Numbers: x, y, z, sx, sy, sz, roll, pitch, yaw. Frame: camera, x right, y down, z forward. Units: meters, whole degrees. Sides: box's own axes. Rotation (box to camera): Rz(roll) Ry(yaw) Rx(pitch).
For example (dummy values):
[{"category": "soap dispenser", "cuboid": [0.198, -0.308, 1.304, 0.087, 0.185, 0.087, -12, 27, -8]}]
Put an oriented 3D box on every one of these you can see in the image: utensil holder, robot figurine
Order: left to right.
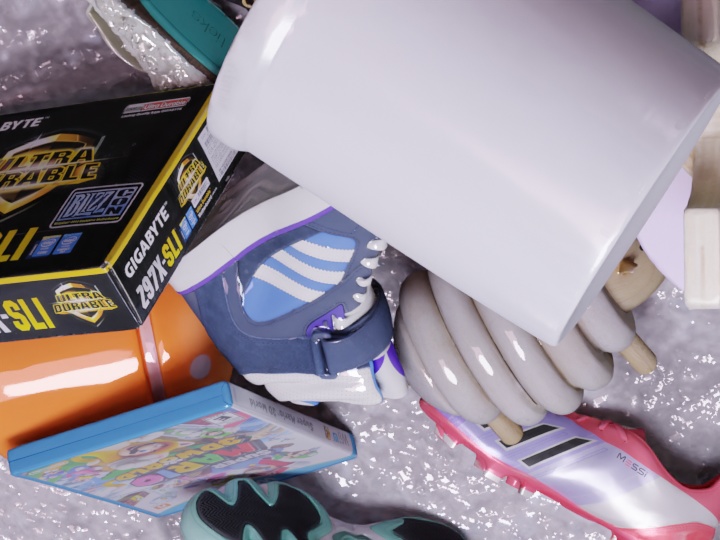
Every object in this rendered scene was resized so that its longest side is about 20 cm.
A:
[{"category": "robot figurine", "cuboid": [-0.160, 0.044, 1.572, 0.199, 0.117, 0.145, -11, 102, -3]}, {"category": "utensil holder", "cuboid": [0.054, -0.082, 1.286, 0.199, 0.170, 0.170, 34, 120, 6]}]

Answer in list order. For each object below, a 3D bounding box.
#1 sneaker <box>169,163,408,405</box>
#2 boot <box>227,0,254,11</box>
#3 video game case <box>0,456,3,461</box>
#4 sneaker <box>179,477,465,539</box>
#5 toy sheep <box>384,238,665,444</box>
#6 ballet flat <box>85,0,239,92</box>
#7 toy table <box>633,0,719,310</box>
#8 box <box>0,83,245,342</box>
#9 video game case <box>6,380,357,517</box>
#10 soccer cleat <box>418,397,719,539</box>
[{"category": "sneaker", "cuboid": [0.000, 0.000, 1.476, 0.200, 0.081, 0.147, -31, 112, 31]}, {"category": "boot", "cuboid": [-0.078, -0.168, 1.431, 0.150, 0.200, 0.074, 14, 81, 6]}, {"category": "video game case", "cuboid": [-0.288, 0.038, 1.653, 0.199, 0.018, 0.143, 31, 120, -11]}, {"category": "sneaker", "cuboid": [-0.039, 0.210, 1.673, 0.199, 0.078, 0.140, 17, 128, -21]}, {"category": "toy sheep", "cuboid": [0.088, 0.030, 1.537, 0.199, 0.138, 0.138, -32, 112, 10]}, {"category": "ballet flat", "cuboid": [-0.142, -0.163, 1.491, 0.072, 0.072, 0.200, -31, 112, 23]}, {"category": "toy table", "cuboid": [0.186, -0.076, 1.395, 0.183, 0.117, 0.201, -12, 94, 16]}, {"category": "box", "cuboid": [-0.177, -0.029, 1.486, 0.199, 0.160, 0.049, -5, 130, 32]}, {"category": "video game case", "cuboid": [-0.102, 0.109, 1.592, 0.142, 0.200, 0.018, -18, 72, 17]}, {"category": "soccer cleat", "cuboid": [0.130, 0.112, 1.626, 0.199, 0.067, 0.077, 31, 90, -5]}]
